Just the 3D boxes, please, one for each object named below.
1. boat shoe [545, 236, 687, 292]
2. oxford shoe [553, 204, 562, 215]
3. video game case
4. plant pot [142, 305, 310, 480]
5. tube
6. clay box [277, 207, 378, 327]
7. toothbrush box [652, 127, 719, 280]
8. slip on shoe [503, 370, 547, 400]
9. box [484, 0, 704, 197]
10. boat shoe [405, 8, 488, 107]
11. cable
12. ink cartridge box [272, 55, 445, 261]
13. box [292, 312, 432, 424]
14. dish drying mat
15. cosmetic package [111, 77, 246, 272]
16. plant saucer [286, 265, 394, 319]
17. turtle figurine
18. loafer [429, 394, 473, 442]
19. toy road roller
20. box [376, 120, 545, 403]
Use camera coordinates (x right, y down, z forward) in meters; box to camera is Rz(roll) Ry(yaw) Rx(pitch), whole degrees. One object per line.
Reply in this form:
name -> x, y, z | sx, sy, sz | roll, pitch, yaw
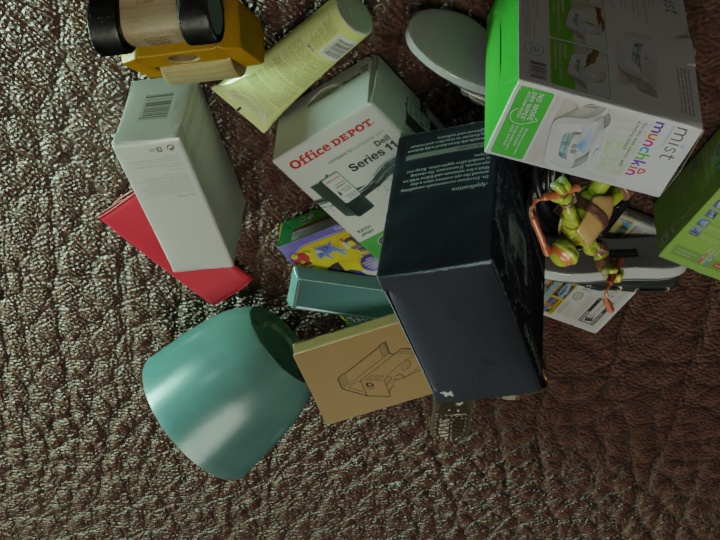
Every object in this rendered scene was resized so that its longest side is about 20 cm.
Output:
boat shoe -> 0.280, -0.003, 1.332 | 0.198, 0.069, 0.057 | 2, 139, 2
oxford shoe -> 0.155, -0.054, 1.310 | 0.199, 0.071, 0.073 | -30, 105, 43
video game case -> 0.261, -0.012, 1.391 | 0.181, 0.023, 0.200 | 19, 138, -14
plant pot -> -0.157, 0.143, 1.494 | 0.161, 0.201, 0.200 | -40, 124, 14
tube -> -0.070, -0.216, 1.191 | 0.199, 0.058, 0.052 | -33, 168, 39
clay box -> 0.000, 0.000, 1.417 | 0.114, 0.048, 0.200 | -20, 131, 26
toothbrush box -> 0.435, -0.081, 1.244 | 0.144, 0.087, 0.200 | 18, 138, -13
slip on shoe -> 0.202, 0.105, 1.487 | 0.060, 0.076, 0.201 | -1, 141, 17
box -> 0.213, -0.189, 1.067 | 0.175, 0.201, 0.097 | 13, 139, -9
boat shoe -> 0.131, -0.199, 1.169 | 0.198, 0.073, 0.066 | 19, 158, -13
cable -> 0.244, -0.116, 1.192 | 0.200, 0.051, 0.163 | -52, 139, 4
ink cartridge box -> 0.020, -0.117, 1.257 | 0.146, 0.084, 0.200 | -27, 128, 31
box -> 0.030, 0.118, 1.442 | 0.198, 0.021, 0.164 | -17, 137, 3
dish drying mat -> -0.230, -0.029, 1.437 | 0.076, 0.018, 0.200 | -28, 127, 31
cosmetic package -> -0.196, -0.105, 1.278 | 0.080, 0.113, 0.201 | -4, 135, 11
plant saucer -> 0.011, 0.035, 1.406 | 0.198, 0.019, 0.070 | 9, 137, -5
turtle figurine -> 0.237, -0.057, 1.144 | 0.064, 0.162, 0.200 | 30, 169, 49
loafer -> 0.125, 0.139, 1.544 | 0.075, 0.068, 0.201 | 5, 122, -11
toy road roller -> -0.176, -0.271, 1.107 | 0.122, 0.147, 0.200 | -4, 175, 11
box -> 0.109, -0.007, 1.151 | 0.116, 0.201, 0.197 | -8, 135, 20
